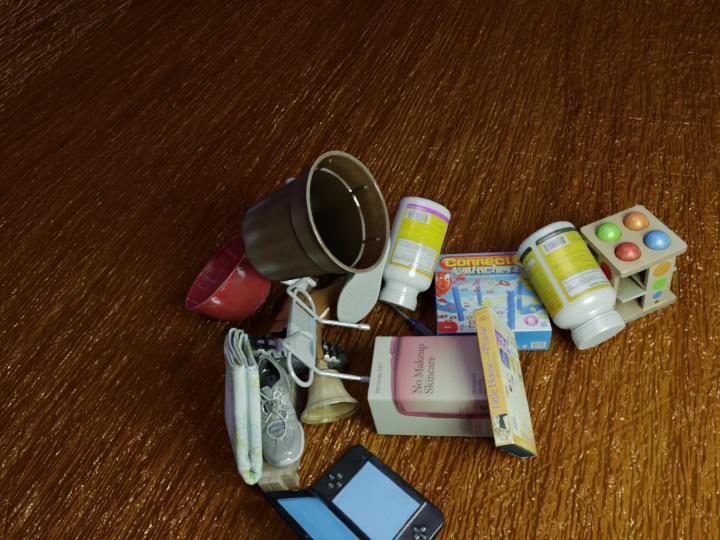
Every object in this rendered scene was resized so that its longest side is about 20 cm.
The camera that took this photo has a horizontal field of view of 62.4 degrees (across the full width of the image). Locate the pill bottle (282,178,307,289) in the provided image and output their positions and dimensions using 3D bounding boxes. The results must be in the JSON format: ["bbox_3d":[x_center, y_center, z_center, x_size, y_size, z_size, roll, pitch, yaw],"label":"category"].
[{"bbox_3d":[-0.123,-0.071,1.187,0.112,0.113,0.203,16,87,30],"label":"pill bottle"}]

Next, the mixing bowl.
[{"bbox_3d":[-0.259,0.031,1.242,0.199,0.108,0.201,-37,26,21],"label":"mixing bowl"}]

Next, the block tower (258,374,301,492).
[{"bbox_3d":[-0.134,0.278,1.018,0.053,0.058,0.202,-10,46,7],"label":"block tower"}]

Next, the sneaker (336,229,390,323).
[{"bbox_3d":[0.000,0.000,1.128,0.070,0.202,0.099,13,21,-16],"label":"sneaker"}]

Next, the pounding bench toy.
[{"bbox_3d":[0.459,-0.038,1.071,0.123,0.157,0.201,-21,43,-4],"label":"pounding bench toy"}]

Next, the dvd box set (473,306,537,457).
[{"bbox_3d":[0.221,0.172,0.903,0.029,0.146,0.203,-17,62,23],"label":"dvd box set"}]

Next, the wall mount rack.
[{"bbox_3d":[-0.058,0.111,1.001,0.074,0.174,0.202,-28,39,24],"label":"wall mount rack"}]

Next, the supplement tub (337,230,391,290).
[{"bbox_3d":[-0.010,-0.042,1.250,0.198,0.123,0.123,19,54,32],"label":"supplement tub"}]

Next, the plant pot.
[{"bbox_3d":[-0.086,-0.075,1.014,0.197,0.201,0.202,-15,37,39],"label":"plant pot"}]

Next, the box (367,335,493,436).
[{"bbox_3d":[0.120,0.189,0.981,0.197,0.110,0.129,-2,45,12],"label":"box"}]

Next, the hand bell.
[{"bbox_3d":[-0.072,0.155,1.045,0.103,0.104,0.202,-16,61,1],"label":"hand bell"}]

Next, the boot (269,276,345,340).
[{"bbox_3d":[-0.075,0.089,1.180,0.198,0.074,0.155,2,46,35],"label":"boot"}]

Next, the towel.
[{"bbox_3d":[-0.196,0.215,0.971,0.047,0.203,0.171,-4,15,-16],"label":"towel"}]

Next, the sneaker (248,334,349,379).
[{"bbox_3d":[-0.121,0.174,1.113,0.197,0.092,0.067,6,22,-11],"label":"sneaker"}]

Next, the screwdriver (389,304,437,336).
[{"bbox_3d":[0.088,0.086,1.159,0.029,0.028,0.200,-6,34,-35],"label":"screwdriver"}]

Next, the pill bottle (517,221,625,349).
[{"bbox_3d":[0.362,0.026,1.019,0.111,0.113,0.202,-21,65,-4],"label":"pill bottle"}]

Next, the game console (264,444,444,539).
[{"bbox_3d":[-0.006,0.345,0.864,0.176,0.117,0.199,-41,49,-23],"label":"game console"}]

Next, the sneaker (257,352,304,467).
[{"bbox_3d":[-0.147,0.226,0.973,0.074,0.083,0.201,-21,44,-4],"label":"sneaker"}]

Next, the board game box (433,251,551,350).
[{"bbox_3d":[0.237,0.055,1.106,0.197,0.056,0.197,-3,45,6],"label":"board game box"}]

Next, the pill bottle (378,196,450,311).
[{"bbox_3d":[0.097,-0.030,1.132,0.103,0.104,0.203,14,83,29],"label":"pill bottle"}]
